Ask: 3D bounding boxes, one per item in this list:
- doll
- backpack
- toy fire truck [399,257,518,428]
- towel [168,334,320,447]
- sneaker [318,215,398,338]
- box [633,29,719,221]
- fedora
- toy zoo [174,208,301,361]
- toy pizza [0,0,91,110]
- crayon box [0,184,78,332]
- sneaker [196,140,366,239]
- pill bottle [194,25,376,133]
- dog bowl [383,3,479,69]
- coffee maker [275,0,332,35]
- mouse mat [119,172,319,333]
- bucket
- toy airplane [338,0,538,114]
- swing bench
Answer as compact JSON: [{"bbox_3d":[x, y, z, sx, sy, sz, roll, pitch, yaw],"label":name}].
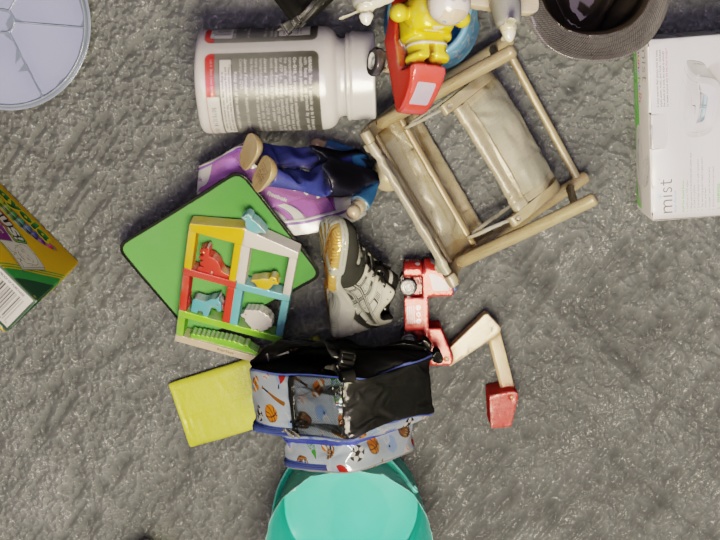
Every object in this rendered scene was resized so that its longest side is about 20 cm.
[{"bbox_3d":[-0.033,-0.109,1.424,0.198,0.137,0.049,1,132,-36],"label":"doll"},{"bbox_3d":[-0.029,0.145,1.436,0.188,0.199,0.157,8,96,37],"label":"backpack"},{"bbox_3d":[0.117,0.085,1.507,0.138,0.049,0.204,-1,102,1],"label":"toy fire truck"},{"bbox_3d":[-0.129,0.148,1.544,0.197,0.018,0.087,-17,97,6],"label":"towel"},{"bbox_3d":[0.000,0.000,1.445,0.086,0.201,0.077,-8,58,-3],"label":"sneaker"},{"bbox_3d":[0.400,-0.167,1.421,0.173,0.097,0.204,-5,103,3],"label":"box"},{"bbox_3d":[0.252,-0.330,1.391,0.174,0.090,0.204,-5,96,1],"label":"fedora"},{"bbox_3d":[-0.142,0.014,1.465,0.129,0.021,0.202,14,124,2],"label":"toy zoo"},{"bbox_3d":[-0.405,-0.286,1.446,0.196,0.032,0.204,0,103,0],"label":"toy pizza"},{"bbox_3d":[-0.427,-0.042,1.427,0.058,0.173,0.200,-41,99,13],"label":"crayon box"},{"bbox_3d":[-0.094,-0.099,1.461,0.197,0.073,0.116,-3,99,2],"label":"sneaker"},{"bbox_3d":[-0.081,-0.214,1.413,0.196,0.114,0.116,-1,103,1],"label":"pill bottle"},{"bbox_3d":[0.087,-0.324,1.402,0.110,0.050,0.203,14,96,7],"label":"dog bowl"},{"bbox_3d":[-0.082,-0.375,1.337,0.134,0.192,0.200,-39,98,18],"label":"coffee maker"},{"bbox_3d":[-0.165,-0.012,1.469,0.198,0.008,0.162,-27,113,26],"label":"mouse mat"},{"bbox_3d":[-0.014,0.305,1.514,0.203,0.135,0.211,0,102,0],"label":"bucket"},{"bbox_3d":[0.073,-0.287,1.288,0.200,0.141,0.200,-41,114,-10],"label":"toy airplane"},{"bbox_3d":[0.132,-0.124,1.424,0.198,0.130,0.201,-29,101,13],"label":"swing bench"}]
